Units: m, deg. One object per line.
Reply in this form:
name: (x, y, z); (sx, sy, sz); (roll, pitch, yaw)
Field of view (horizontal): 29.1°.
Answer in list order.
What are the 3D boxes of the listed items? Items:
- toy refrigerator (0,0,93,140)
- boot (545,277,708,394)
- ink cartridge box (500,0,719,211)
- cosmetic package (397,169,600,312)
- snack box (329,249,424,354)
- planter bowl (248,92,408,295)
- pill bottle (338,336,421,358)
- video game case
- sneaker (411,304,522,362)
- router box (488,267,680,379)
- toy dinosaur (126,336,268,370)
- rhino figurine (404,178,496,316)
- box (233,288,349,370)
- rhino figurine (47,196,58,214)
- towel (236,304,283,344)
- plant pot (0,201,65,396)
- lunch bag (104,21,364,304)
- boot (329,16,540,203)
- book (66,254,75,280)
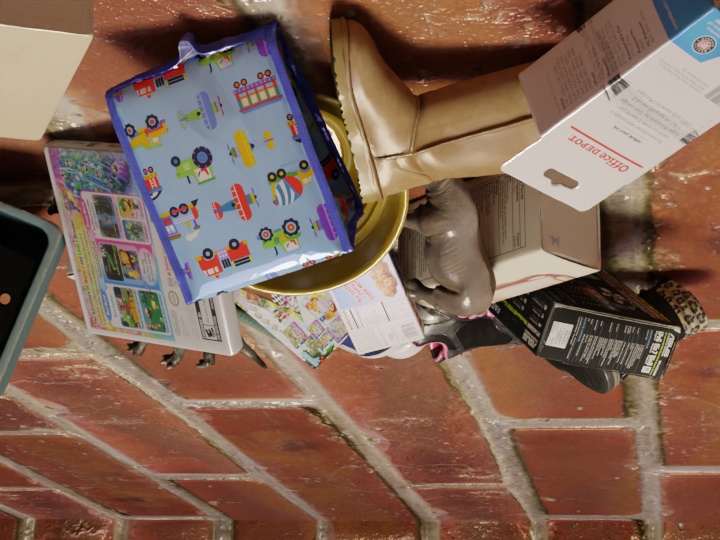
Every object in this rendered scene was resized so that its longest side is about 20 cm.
toy refrigerator: (-0.266, -0.173, 1.078); (0.076, 0.070, 0.200); (3, 162, -23)
boot: (0.287, 0.056, 1.603); (0.153, 0.074, 0.204); (-27, -151, -13)
ink cartridge box: (0.202, -0.136, 1.033); (0.116, 0.068, 0.200); (22, 133, -41)
cosmetic package: (0.133, -0.032, 1.365); (0.087, 0.104, 0.200); (17, 157, -37)
snack box: (0.000, 0.000, 1.347); (0.072, 0.024, 0.200); (-14, 130, 12)
planter bowl: (-0.059, -0.083, 1.220); (0.200, 0.084, 0.201); (-1, 121, -1)
pill bottle: (-0.004, 0.035, 1.549); (0.111, 0.111, 0.200); (-11, 156, 33)
video game case: (-0.204, -0.023, 1.300); (0.182, 0.200, 0.024); (7, -152, 31)
sneaker: (0.118, 0.063, 1.569); (0.200, 0.096, 0.079); (18, -161, -47)
router box: (0.217, 0.038, 1.449); (0.149, 0.062, 0.200); (10, -163, -21)
toy dinosaur: (-0.186, 0.050, 1.450); (0.200, 0.077, 0.102); (34, 129, 12)
rhino figurine: (0.075, -0.045, 1.277); (0.087, 0.200, 0.060); (8, -150, 45)
box: (-0.060, -0.005, 1.370); (0.137, 0.039, 0.200); (-44, 132, 1)
rhino figurine: (-0.222, -0.059, 1.374); (0.199, 0.060, 0.087); (-3, 156, 19)
towel: (-0.133, 0.016, 1.504); (0.022, 0.147, 0.200); (-45, 143, 9)
plant pot: (-0.410, 0.016, 1.397); (0.196, 0.196, 0.200); (22, 177, -2)
lunch bag: (-0.105, -0.095, 1.118); (0.150, 0.094, 0.200); (-18, 112, 14)
boot: (0.083, -0.145, 1.110); (0.199, 0.066, 0.175); (-13, 132, 2)
book: (-0.223, 0.007, 1.595); (0.133, 0.048, 0.200); (-6, 160, 25)
